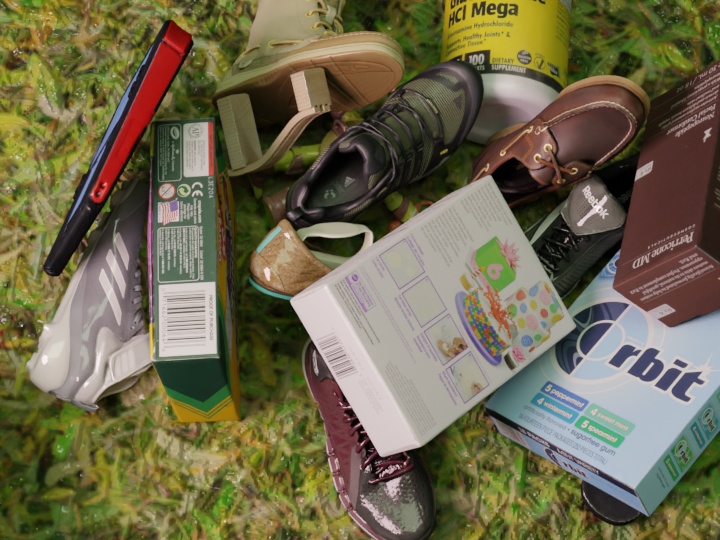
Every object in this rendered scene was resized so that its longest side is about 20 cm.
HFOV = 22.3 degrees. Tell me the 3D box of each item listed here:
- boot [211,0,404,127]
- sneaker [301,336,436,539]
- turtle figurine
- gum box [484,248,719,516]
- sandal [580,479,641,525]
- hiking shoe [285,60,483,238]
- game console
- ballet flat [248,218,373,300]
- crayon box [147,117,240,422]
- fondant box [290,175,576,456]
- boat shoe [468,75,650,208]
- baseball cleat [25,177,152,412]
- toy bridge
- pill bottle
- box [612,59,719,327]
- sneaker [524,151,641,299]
[{"bbox_3d":[-0.030,-0.210,1.574,0.199,0.073,0.156,-12,49,43],"label":"boot"},{"bbox_3d":[0.002,0.123,1.472,0.075,0.116,0.201,-23,71,-9],"label":"sneaker"},{"bbox_3d":[-0.011,-0.087,1.578,0.161,0.064,0.201,-24,72,-9],"label":"turtle figurine"},{"bbox_3d":[0.227,0.081,1.486,0.200,0.045,0.170,-48,43,-16],"label":"gum box"},{"bbox_3d":[0.257,0.123,1.511,0.075,0.048,0.201,32,72,11],"label":"sandal"},{"bbox_3d":[0.024,-0.096,1.493,0.200,0.101,0.076,-42,93,2],"label":"hiking shoe"},{"bbox_3d":[-0.198,-0.097,1.467,0.031,0.200,0.178,30,65,-9],"label":"game console"},{"bbox_3d":[0.000,0.000,1.490,0.068,0.199,0.073,45,113,53],"label":"ballet flat"},{"bbox_3d":[-0.132,0.004,1.485,0.058,0.173,0.201,-3,70,2],"label":"crayon box"},{"bbox_3d":[0.061,0.034,1.448,0.200,0.058,0.145,-33,95,-35],"label":"fondant box"},{"bbox_3d":[0.161,-0.096,1.520,0.070,0.200,0.070,40,56,-13],"label":"boat shoe"},{"bbox_3d":[-0.203,0.024,1.543,0.106,0.070,0.201,27,73,-7],"label":"baseball cleat"},{"bbox_3d":[-0.102,-0.115,1.547,0.027,0.199,0.068,-14,90,-48],"label":"toy bridge"},{"bbox_3d":[0.128,-0.221,1.604,0.112,0.113,0.201,5,69,1],"label":"pill bottle"},{"bbox_3d":[0.274,-0.065,1.476,0.075,0.100,0.201,30,54,-23],"label":"box"},{"bbox_3d":[0.186,-0.038,1.548,0.200,0.091,0.067,-38,73,-13],"label":"sneaker"}]
